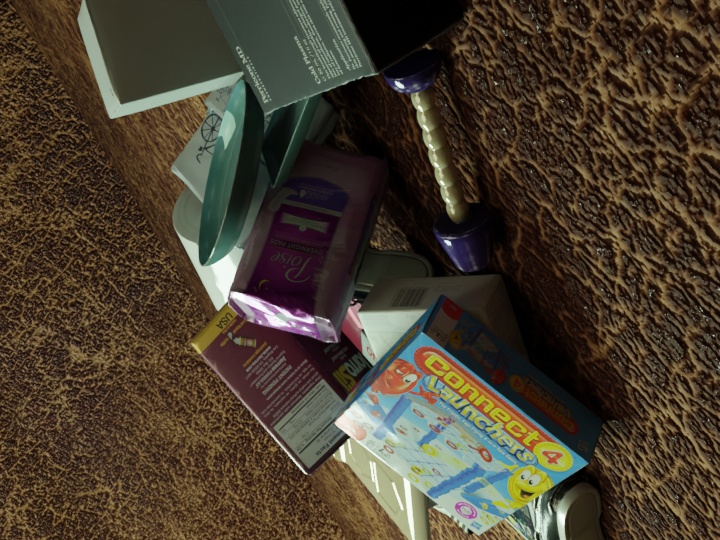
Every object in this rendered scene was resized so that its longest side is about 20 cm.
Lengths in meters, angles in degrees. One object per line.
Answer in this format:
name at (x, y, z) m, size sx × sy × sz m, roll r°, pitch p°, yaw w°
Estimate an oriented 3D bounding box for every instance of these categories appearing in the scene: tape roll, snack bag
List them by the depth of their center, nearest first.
snack bag at (-0.135, -0.153, 1.167) m, size 0.189 × 0.201 × 0.021 m, roll 46°, pitch -167°, yaw 35°
tape roll at (-0.124, -0.049, 1.268) m, size 0.202 × 0.201 × 0.140 m, roll 39°, pitch 157°, yaw 48°

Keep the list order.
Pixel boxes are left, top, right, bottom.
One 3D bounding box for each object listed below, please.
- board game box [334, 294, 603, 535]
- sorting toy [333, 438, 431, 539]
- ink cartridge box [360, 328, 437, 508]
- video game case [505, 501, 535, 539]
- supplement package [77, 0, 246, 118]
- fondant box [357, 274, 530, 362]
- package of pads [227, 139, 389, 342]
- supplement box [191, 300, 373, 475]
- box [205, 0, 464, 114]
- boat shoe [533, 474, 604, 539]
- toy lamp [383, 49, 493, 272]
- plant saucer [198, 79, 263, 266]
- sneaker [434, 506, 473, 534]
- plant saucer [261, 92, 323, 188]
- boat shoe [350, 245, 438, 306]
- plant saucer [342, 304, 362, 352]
board game box at (0.100, 0.150, 0.976) m, size 0.199 × 0.056 × 0.196 m, roll 37°, pitch 137°, yaw -2°
sorting toy at (0.022, 0.225, 1.254) m, size 0.199 × 0.036 × 0.187 m, roll 37°, pitch 145°, yaw 45°
ink cartridge box at (0.073, 0.168, 1.227) m, size 0.145 × 0.082 × 0.202 m, roll 43°, pitch 149°, yaw 44°
video game case at (0.168, 0.250, 1.273) m, size 0.200 × 0.023 × 0.184 m, roll 38°, pitch 154°, yaw 49°
supplement package at (-0.190, -0.251, 1.065) m, size 0.117 × 0.197 × 0.119 m, roll 6°, pitch 114°, yaw 70°
fondant box at (0.099, 0.102, 1.019) m, size 0.142 × 0.058 × 0.202 m, roll -3°, pitch 126°, yaw 32°
package of pads at (-0.052, -0.036, 1.037) m, size 0.119 × 0.203 × 0.076 m, roll 13°, pitch 159°, yaw 14°
supplement box at (-0.075, 0.110, 1.128) m, size 0.200 × 0.103 × 0.131 m, roll 47°, pitch -163°, yaw 4°
box at (-0.045, -0.248, 0.780) m, size 0.181 × 0.104 × 0.202 m, roll -3°, pitch 119°, yaw 56°
boat shoe at (0.224, 0.292, 1.089) m, size 0.060 × 0.073 × 0.202 m, roll 41°, pitch 154°, yaw 45°
toy lamp at (0.074, -0.089, 0.865) m, size 0.058 × 0.058 × 0.202 m, roll 34°, pitch 152°, yaw 55°
plant saucer at (-0.138, -0.102, 1.062) m, size 0.200 × 0.027 × 0.204 m, roll -167°, pitch 90°, yaw -73°
sneaker at (0.127, 0.334, 1.454) m, size 0.115 × 0.076 × 0.200 m, roll 47°, pitch 176°, yaw -4°
plant saucer at (-0.056, -0.178, 0.973) m, size 0.201 × 0.019 × 0.070 m, roll -63°, pitch 33°, yaw 37°
boat shoe at (0.000, 0.000, 1.136) m, size 0.197 × 0.076 × 0.062 m, roll 8°, pitch 157°, yaw 23°
plant saucer at (0.000, 0.055, 1.365) m, size 0.201 × 0.050 × 0.201 m, roll 52°, pitch 163°, yaw 23°
